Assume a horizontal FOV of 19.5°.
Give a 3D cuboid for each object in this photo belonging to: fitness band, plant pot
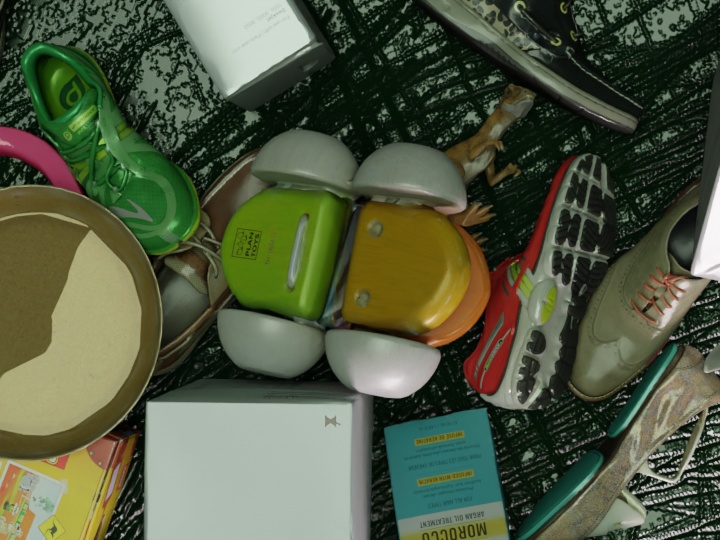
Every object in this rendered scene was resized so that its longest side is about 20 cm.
[{"bbox_3d":[-0.266,-0.012,1.581,0.142,0.037,0.202,-23,77,-1],"label":"fitness band"},{"bbox_3d":[-0.241,0.039,1.534,0.198,0.027,0.202,0,83,4],"label":"plant pot"}]

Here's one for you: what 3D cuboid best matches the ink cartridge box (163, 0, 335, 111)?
[{"bbox_3d":[-0.107,-0.223,1.530,0.084,0.145,0.201,-33,88,4],"label":"ink cartridge box"}]

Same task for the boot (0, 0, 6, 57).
[{"bbox_3d":[-0.305,-0.212,1.535,0.073,0.154,0.206,17,92,4],"label":"boot"}]

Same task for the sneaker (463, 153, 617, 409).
[{"bbox_3d":[0.126,0.002,1.551,0.084,0.077,0.202,12,76,43],"label":"sneaker"}]

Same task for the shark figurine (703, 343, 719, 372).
[{"bbox_3d":[0.337,0.099,1.510,0.127,0.089,0.216,-18,84,-17],"label":"shark figurine"}]

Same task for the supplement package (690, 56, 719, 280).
[{"bbox_3d":[0.306,-0.097,1.459,0.118,0.122,0.201,11,50,5],"label":"supplement package"}]

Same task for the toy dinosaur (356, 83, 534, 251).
[{"bbox_3d":[0.056,-0.062,1.573,0.199,0.060,0.107,-30,57,9],"label":"toy dinosaur"}]

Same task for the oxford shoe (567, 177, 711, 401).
[{"bbox_3d":[0.216,0.010,1.540,0.070,0.075,0.201,34,94,3],"label":"oxford shoe"}]

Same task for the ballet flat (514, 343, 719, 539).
[{"bbox_3d":[0.199,0.147,1.550,0.067,0.068,0.200,39,95,-4],"label":"ballet flat"}]

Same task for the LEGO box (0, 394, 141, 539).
[{"bbox_3d":[-0.272,0.193,1.582,0.148,0.077,0.202,20,92,5],"label":"LEGO box"}]

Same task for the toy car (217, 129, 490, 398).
[{"bbox_3d":[0.000,0.000,1.516,0.198,0.150,0.177,8,83,25],"label":"toy car"}]

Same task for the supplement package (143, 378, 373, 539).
[{"bbox_3d":[-0.069,0.181,1.504,0.145,0.200,0.194,1,90,5],"label":"supplement package"}]

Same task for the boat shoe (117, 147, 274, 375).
[{"bbox_3d":[-0.116,-0.003,1.570,0.075,0.072,0.201,33,93,4],"label":"boat shoe"}]

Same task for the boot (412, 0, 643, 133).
[{"bbox_3d":[0.152,-0.211,1.546,0.203,0.073,0.154,34,90,2],"label":"boot"}]

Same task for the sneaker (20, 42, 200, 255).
[{"bbox_3d":[-0.195,-0.090,1.551,0.074,0.083,0.200,-43,69,9],"label":"sneaker"}]

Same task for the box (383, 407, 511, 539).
[{"bbox_3d":[0.071,0.206,1.523,0.081,0.049,0.202,-11,61,4],"label":"box"}]
